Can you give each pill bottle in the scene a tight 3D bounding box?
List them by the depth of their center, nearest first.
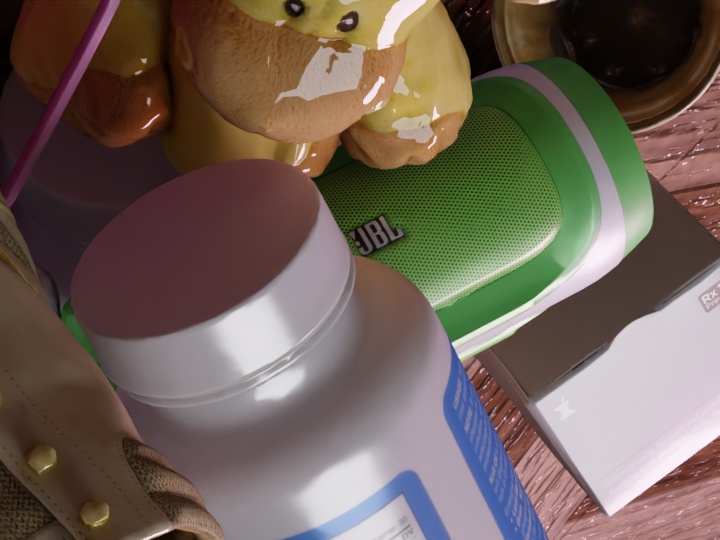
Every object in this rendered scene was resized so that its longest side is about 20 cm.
[{"bbox_3d":[-0.011,0.065,0.892,0.112,0.112,0.200,-33,124,-10],"label":"pill bottle"},{"bbox_3d":[-0.090,-0.005,1.081,0.112,0.112,0.200,-28,155,-19],"label":"pill bottle"}]

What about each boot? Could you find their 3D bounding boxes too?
[{"bbox_3d":[-0.126,0.032,0.743,0.073,0.156,0.200,-43,156,15],"label":"boot"}]

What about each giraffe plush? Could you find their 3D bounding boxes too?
[{"bbox_3d":[-0.016,-0.103,0.865,0.172,0.162,0.200,-10,112,-13],"label":"giraffe plush"}]

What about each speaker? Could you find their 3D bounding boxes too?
[{"bbox_3d":[0.000,0.000,0.989,0.200,0.088,0.088,-27,154,-16],"label":"speaker"}]

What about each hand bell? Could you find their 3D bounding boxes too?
[{"bbox_3d":[0.136,-0.109,1.264,0.104,0.104,0.200,-44,167,15],"label":"hand bell"}]

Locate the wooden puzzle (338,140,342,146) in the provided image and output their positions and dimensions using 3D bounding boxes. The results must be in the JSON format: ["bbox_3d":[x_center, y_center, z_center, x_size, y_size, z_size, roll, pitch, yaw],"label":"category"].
[{"bbox_3d":[-0.017,0.021,1.130,0.046,0.186,0.200,3,-177,4],"label":"wooden puzzle"}]

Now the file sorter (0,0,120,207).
[{"bbox_3d":[-0.188,-0.078,0.808,0.200,0.125,0.139,-13,147,-42],"label":"file sorter"}]

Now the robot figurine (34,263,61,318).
[{"bbox_3d":[-0.188,0.019,0.992,0.169,0.113,0.200,7,147,0],"label":"robot figurine"}]

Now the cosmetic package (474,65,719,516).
[{"bbox_3d":[0.088,0.001,1.214,0.107,0.200,0.090,-35,130,0],"label":"cosmetic package"}]
